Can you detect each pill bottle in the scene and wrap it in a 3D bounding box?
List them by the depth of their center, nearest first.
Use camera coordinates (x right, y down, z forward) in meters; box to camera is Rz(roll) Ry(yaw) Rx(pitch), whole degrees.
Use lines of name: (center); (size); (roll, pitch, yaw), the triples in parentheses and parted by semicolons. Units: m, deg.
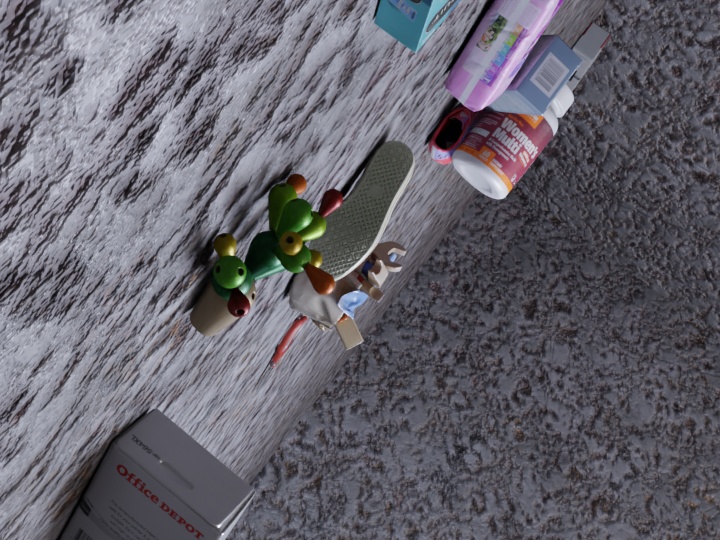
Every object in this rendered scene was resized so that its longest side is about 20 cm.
pill bottle: (0.244, -0.221, 1.626); (0.200, 0.109, 0.110); (-51, 174, -6)

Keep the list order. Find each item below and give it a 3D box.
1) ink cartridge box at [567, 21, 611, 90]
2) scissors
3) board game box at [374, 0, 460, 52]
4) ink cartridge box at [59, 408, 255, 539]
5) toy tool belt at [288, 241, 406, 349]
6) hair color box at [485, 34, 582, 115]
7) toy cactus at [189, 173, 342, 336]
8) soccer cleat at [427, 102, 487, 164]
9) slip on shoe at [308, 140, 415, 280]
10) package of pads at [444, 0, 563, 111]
ink cartridge box: (0.764, -0.735, 3.531); (0.145, 0.084, 0.200); (-52, 175, -25)
scissors: (-0.146, 0.152, 1.714); (0.201, 0.014, 0.073); (-55, 177, 24)
board game box: (0.085, -0.278, 0.774); (0.151, 0.047, 0.200); (-52, 174, -19)
ink cartridge box: (-0.221, 0.271, 1.084); (0.201, 0.146, 0.084); (-56, 173, 30)
toy tool belt: (0.000, 0.000, 1.400); (0.200, 0.123, 0.125); (-52, 175, -16)
hair color box: (0.235, -0.290, 1.514); (0.099, 0.061, 0.200); (-53, -160, -1)
toy cactus: (-0.087, 0.001, 0.913); (0.165, 0.102, 0.200); (-45, -173, 26)
soccer cleat: (0.181, -0.258, 1.660); (0.200, 0.067, 0.076); (-51, 170, -2)
slip on shoe: (0.001, -0.070, 1.274); (0.201, 0.074, 0.061); (-58, 178, -8)
package of pads: (0.198, -0.317, 1.352); (0.201, 0.075, 0.121); (-57, 177, 38)
